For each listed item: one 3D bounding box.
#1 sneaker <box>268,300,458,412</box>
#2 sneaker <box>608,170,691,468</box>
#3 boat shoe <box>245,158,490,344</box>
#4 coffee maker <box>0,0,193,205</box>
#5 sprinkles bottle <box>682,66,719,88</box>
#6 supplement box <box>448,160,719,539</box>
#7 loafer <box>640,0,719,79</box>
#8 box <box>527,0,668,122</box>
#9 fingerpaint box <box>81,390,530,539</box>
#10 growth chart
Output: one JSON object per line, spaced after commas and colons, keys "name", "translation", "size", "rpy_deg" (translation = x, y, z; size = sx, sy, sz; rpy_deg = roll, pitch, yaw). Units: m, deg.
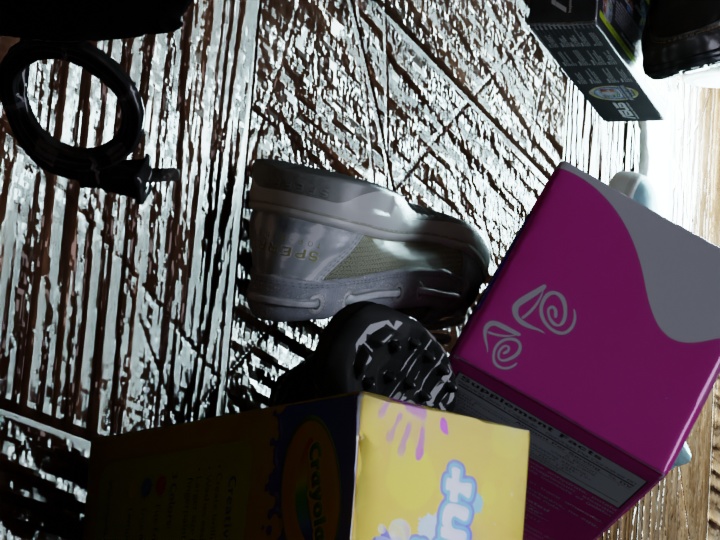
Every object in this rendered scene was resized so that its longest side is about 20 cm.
{"name": "sneaker", "translation": [-0.006, 0.062, 0.949], "size": [0.067, 0.090, 0.200], "rpy_deg": [-53, 156, -16]}
{"name": "sneaker", "translation": [0.190, 0.035, 1.505], "size": [0.074, 0.081, 0.202], "rpy_deg": [33, 59, -68]}
{"name": "boat shoe", "translation": [0.001, 0.000, 0.996], "size": [0.202, 0.074, 0.065], "rpy_deg": [24, 80, -72]}
{"name": "coffee maker", "translation": [-0.067, -0.160, 0.756], "size": [0.200, 0.134, 0.193], "rpy_deg": [-54, 163, -57]}
{"name": "sprinkles bottle", "translation": [0.274, -0.240, 1.760], "size": [0.068, 0.068, 0.202], "rpy_deg": [18, 73, -69]}
{"name": "supplement box", "translation": [0.090, 0.048, 1.030], "size": [0.102, 0.103, 0.200], "rpy_deg": [-60, 178, -19]}
{"name": "loafer", "translation": [0.205, -0.168, 1.448], "size": [0.200, 0.072, 0.073], "rpy_deg": [-63, 140, -69]}
{"name": "box", "translation": [0.154, -0.197, 1.459], "size": [0.200, 0.044, 0.162], "rpy_deg": [33, 60, -67]}
{"name": "fingerpaint box", "translation": [-0.028, 0.151, 0.758], "size": [0.073, 0.166, 0.202], "rpy_deg": [14, 73, -34]}
{"name": "growth chart", "translation": [0.208, -0.106, 1.649], "size": [0.145, 0.018, 0.202], "rpy_deg": [30, 62, -68]}
